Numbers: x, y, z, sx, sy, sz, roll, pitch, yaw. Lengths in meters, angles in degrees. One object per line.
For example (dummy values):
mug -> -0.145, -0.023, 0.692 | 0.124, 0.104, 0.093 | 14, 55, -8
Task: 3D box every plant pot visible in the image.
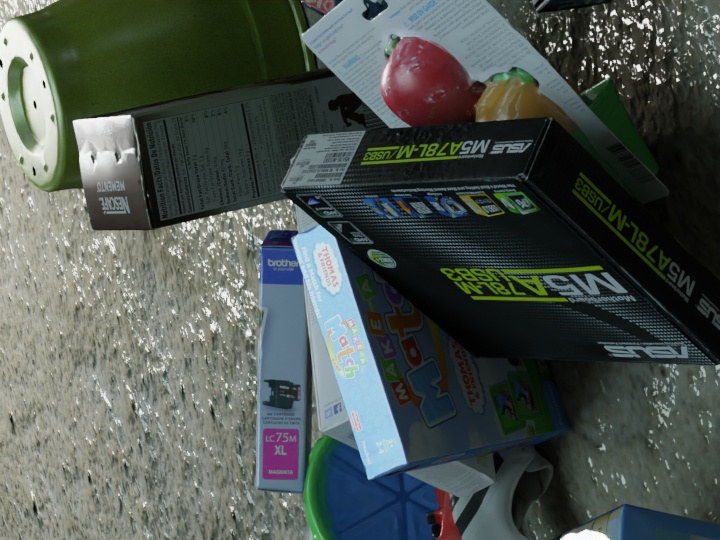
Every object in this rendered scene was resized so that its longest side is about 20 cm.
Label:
plant pot -> -0.162, -0.141, 1.844 | 0.200, 0.192, 0.202 | 37, 134, 52

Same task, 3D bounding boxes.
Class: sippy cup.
sippy cup -> 0.020, 0.173, 1.719 | 0.139, 0.178, 0.130 | 33, 156, 4

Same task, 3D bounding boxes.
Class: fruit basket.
fruit basket -> 0.073, -0.097, 1.440 | 0.200, 0.094, 0.185 | 49, 154, -5

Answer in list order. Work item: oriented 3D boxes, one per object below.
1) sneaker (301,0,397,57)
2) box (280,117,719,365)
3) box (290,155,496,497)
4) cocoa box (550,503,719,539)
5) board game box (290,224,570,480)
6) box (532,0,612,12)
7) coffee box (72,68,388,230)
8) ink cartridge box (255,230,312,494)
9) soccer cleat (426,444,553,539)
sneaker -> 0.000, -0.175, 1.625 | 0.201, 0.084, 0.075 | 64, 151, 24
box -> 0.085, -0.013, 1.397 | 0.199, 0.048, 0.193 | 0, 146, 47
box -> 0.020, 0.031, 1.569 | 0.036, 0.144, 0.201 | -26, 54, 30
cocoa box -> 0.167, 0.248, 1.369 | 0.131, 0.133, 0.201 | 139, 140, -61
board game box -> 0.046, 0.042, 1.524 | 0.036, 0.200, 0.152 | -23, 80, 32
box -> 0.114, -0.254, 1.327 | 0.158, 0.051, 0.201 | 134, 128, -81
coffee box -> -0.083, -0.086, 1.704 | 0.113, 0.199, 0.080 | 4, 106, 63
ink cartridge box -> -0.051, 0.044, 1.726 | 0.119, 0.042, 0.201 | -84, -3, -83
soccer cleat -> 0.083, 0.116, 1.631 | 0.069, 0.085, 0.201 | 73, -168, -58
